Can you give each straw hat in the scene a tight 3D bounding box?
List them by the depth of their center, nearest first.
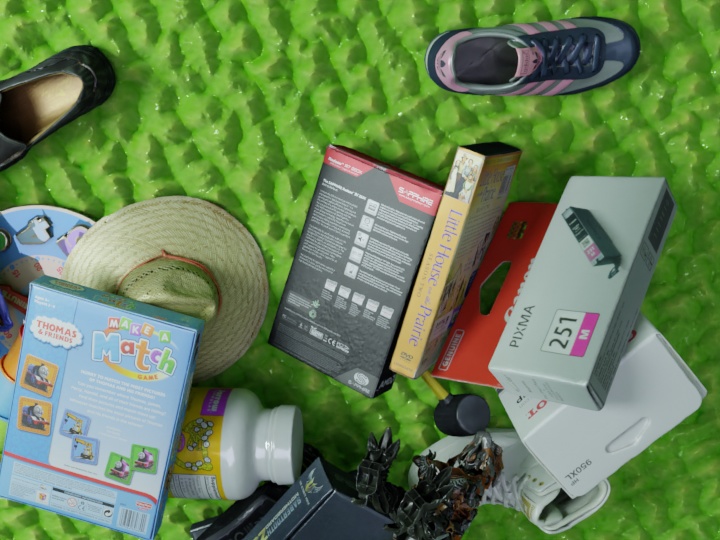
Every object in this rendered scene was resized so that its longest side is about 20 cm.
[{"bbox_3d":[-0.177,0.034,0.861,0.197,0.085,0.205,-3,105,-12],"label":"straw hat"}]

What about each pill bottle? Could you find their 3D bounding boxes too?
[{"bbox_3d":[-0.157,0.164,0.898,0.196,0.104,0.106,0,107,5],"label":"pill bottle"}]

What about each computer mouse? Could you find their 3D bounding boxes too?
[{"bbox_3d":[-0.099,0.276,0.955,0.198,0.053,0.140,-34,103,-5],"label":"computer mouse"}]

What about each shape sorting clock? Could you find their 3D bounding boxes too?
[{"bbox_3d":[-0.304,0.037,0.900,0.196,0.039,0.204,0,107,-2],"label":"shape sorting clock"}]

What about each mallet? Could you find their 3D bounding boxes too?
[{"bbox_3d":[0.053,0.083,0.911,0.041,0.066,0.201,-43,103,-21],"label":"mallet"}]

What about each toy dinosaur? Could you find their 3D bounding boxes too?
[{"bbox_3d":[0.060,0.225,0.845,0.101,0.202,0.137,1,139,32],"label":"toy dinosaur"}]

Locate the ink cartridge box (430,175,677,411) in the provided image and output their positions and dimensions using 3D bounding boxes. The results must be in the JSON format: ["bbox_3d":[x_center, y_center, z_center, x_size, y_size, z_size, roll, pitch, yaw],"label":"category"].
[{"bbox_3d":[0.156,0.009,0.797,0.044,0.172,0.202,48,60,-40],"label":"ink cartridge box"}]

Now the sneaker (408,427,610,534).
[{"bbox_3d":[0.145,0.210,0.925,0.196,0.116,0.075,-14,108,4],"label":"sneaker"}]

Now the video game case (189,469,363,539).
[{"bbox_3d":[-0.064,0.304,0.996,0.197,0.019,0.145,-19,106,3],"label":"video game case"}]

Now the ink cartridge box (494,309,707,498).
[{"bbox_3d":[0.193,0.081,0.840,0.144,0.201,0.084,-41,112,9],"label":"ink cartridge box"}]

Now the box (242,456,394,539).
[{"bbox_3d":[-0.018,0.288,0.912,0.158,0.051,0.199,-47,125,7],"label":"box"}]

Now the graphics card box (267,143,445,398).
[{"bbox_3d":[0.000,0.000,0.866,0.124,0.051,0.203,23,104,21],"label":"graphics card box"}]

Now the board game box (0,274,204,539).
[{"bbox_3d":[-0.230,0.122,0.823,0.149,0.037,0.204,15,105,2],"label":"board game box"}]

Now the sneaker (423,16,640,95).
[{"bbox_3d":[0.158,-0.184,0.827,0.196,0.082,0.072,-7,106,0],"label":"sneaker"}]

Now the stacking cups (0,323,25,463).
[{"bbox_3d":[-0.325,0.108,0.874,0.060,0.061,0.202,28,109,-9],"label":"stacking cups"}]

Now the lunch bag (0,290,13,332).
[{"bbox_3d":[-0.431,-0.009,0.825,0.168,0.124,0.203,-18,91,22],"label":"lunch bag"}]

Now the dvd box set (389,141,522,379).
[{"bbox_3d":[0.088,-0.014,0.844,0.029,0.146,0.203,21,107,17],"label":"dvd box set"}]

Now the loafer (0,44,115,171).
[{"bbox_3d":[-0.314,-0.135,0.832,0.198,0.072,0.073,-33,106,8],"label":"loafer"}]
